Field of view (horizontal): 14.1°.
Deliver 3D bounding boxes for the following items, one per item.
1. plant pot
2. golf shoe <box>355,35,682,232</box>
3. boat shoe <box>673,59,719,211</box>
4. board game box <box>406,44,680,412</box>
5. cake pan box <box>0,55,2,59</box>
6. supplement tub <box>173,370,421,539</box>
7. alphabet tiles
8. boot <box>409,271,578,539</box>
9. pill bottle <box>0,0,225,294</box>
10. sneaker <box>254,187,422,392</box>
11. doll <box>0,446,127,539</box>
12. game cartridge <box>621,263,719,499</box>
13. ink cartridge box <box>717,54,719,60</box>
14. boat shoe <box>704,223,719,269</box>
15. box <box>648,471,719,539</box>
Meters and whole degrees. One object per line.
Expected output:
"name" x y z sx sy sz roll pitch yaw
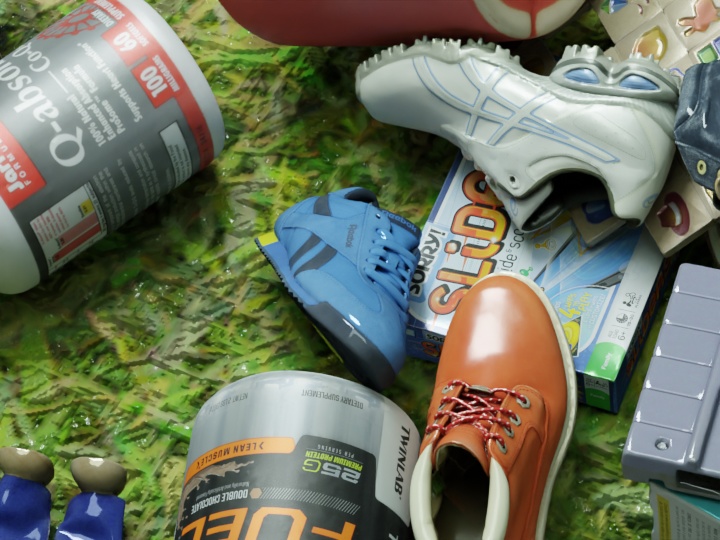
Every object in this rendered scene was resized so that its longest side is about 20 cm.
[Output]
"plant pot" 0.033 -0.211 1.626 0.177 0.201 0.201 13 56 39
"golf shoe" 0.078 -0.072 1.582 0.199 0.078 0.098 6 79 33
"boat shoe" 0.213 -0.038 1.482 0.090 0.071 0.201 -21 44 26
"board game box" 0.110 -0.027 1.614 0.135 0.035 0.201 14 58 17
"cake pan box" -0.340 -0.125 1.740 0.184 0.052 0.200 -37 59 -20
"supplement tub" -0.037 0.162 1.452 0.122 0.123 0.201 1 56 9
"alphabet tiles" 0.166 -0.109 1.596 0.167 0.008 0.201 -35 54 13
"boot" 0.065 0.081 1.483 0.075 0.107 0.201 0 65 13
"pill bottle" -0.184 -0.059 1.631 0.200 0.116 0.116 -36 58 -16
"sneaker" 0.000 0.000 1.540 0.078 0.066 0.200 -35 21 1
"doll" -0.177 0.192 1.496 0.135 0.049 0.201 8 63 2
"game cartridge" 0.240 0.065 1.439 0.199 0.038 0.130 11 58 14
"ink cartridge box" 0.300 -0.096 1.607 0.199 0.044 0.094 25 61 10
"boat shoe" 0.239 -0.003 1.544 0.071 0.076 0.201 -3 57 -25
"box" 0.238 0.155 1.441 0.199 0.082 0.049 30 64 25
